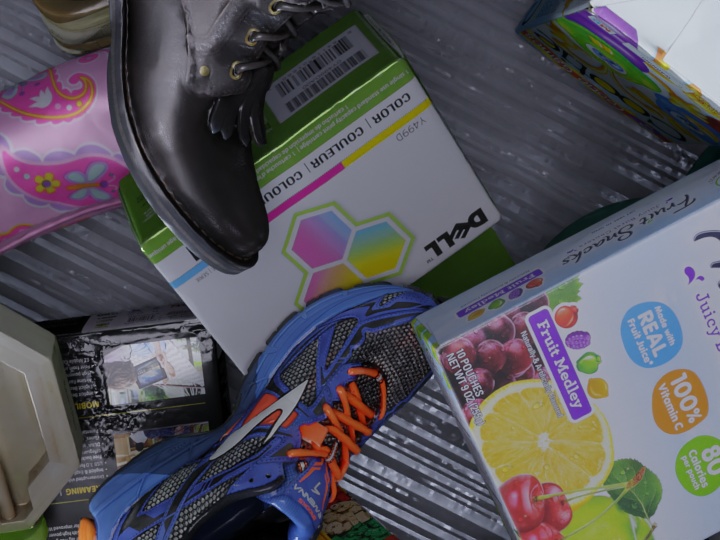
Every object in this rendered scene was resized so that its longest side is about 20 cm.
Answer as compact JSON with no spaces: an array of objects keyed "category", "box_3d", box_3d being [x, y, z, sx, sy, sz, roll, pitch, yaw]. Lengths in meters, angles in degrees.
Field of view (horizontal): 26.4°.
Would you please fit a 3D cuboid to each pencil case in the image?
[{"category":"pencil case","box_3d":[-0.138,-0.063,0.774,0.198,0.087,0.088,-19,97,-1]}]

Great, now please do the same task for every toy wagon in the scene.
[{"category":"toy wagon","box_3d":[-0.238,0.076,0.735,0.197,0.040,0.157,-8,120,0]}]

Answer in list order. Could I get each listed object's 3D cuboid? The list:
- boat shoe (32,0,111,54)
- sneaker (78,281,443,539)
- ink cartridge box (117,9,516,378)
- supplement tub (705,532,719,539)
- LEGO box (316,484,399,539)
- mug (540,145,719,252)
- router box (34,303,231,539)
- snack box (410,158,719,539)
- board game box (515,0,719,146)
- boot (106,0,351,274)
[{"category":"boat shoe","box_3d":[-0.069,-0.165,0.784,0.199,0.063,0.074,-24,72,-6]},{"category":"sneaker","box_3d":[-0.030,0.086,0.692,0.200,0.078,0.076,-43,128,-8]},{"category":"ink cartridge box","box_3d":[0.000,0.000,0.754,0.147,0.076,0.201,-35,121,2]},{"category":"supplement tub","box_3d":[0.140,0.194,0.794,0.198,0.123,0.124,-21,97,1]},{"category":"LEGO box","box_3d":[-0.007,0.210,0.750,0.077,0.149,0.202,-25,112,-17]},{"category":"mug","box_3d":[0.162,0.031,0.775,0.184,0.114,0.153,-36,105,1]},{"category":"router box","box_3d":[-0.165,0.103,0.808,0.197,0.051,0.151,-6,98,-1]},{"category":"snack box","box_3d":[0.141,0.043,0.687,0.198,0.053,0.143,-27,107,-3]},{"category":"board game box","box_3d":[0.155,-0.128,0.718,0.103,0.200,0.105,36,94,-6]},{"category":"boot","box_3d":[-0.019,-0.111,0.607,0.172,0.069,0.202,-15,100,16]}]
